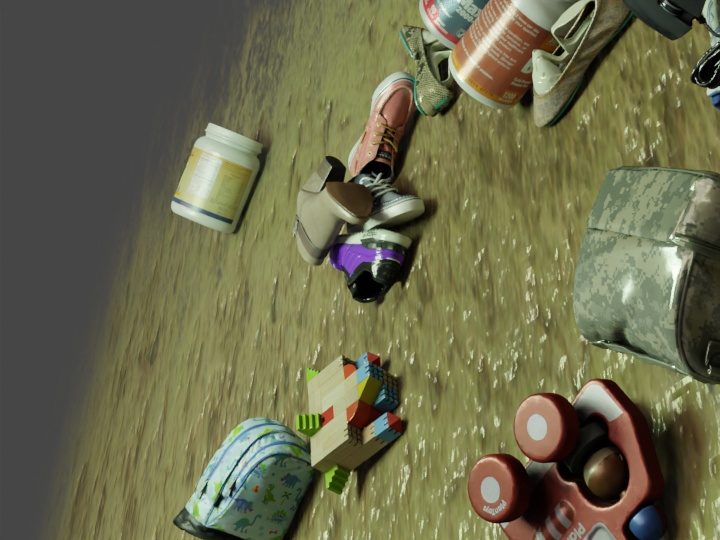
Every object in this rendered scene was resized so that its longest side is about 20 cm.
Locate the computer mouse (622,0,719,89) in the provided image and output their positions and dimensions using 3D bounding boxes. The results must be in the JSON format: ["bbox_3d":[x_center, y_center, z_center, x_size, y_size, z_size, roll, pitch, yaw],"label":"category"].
[{"bbox_3d":[0.296,-0.277,1.144,0.200,0.046,0.140,59,143,19],"label":"computer mouse"}]

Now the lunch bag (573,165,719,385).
[{"bbox_3d":[0.283,0.006,1.102,0.168,0.139,0.200,-68,22,0],"label":"lunch bag"}]

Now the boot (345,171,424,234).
[{"bbox_3d":[0.025,-0.107,1.831,0.200,0.073,0.091,-20,82,62],"label":"boot"}]

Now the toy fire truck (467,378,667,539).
[{"bbox_3d":[0.210,0.211,1.160,0.168,0.112,0.200,54,123,36],"label":"toy fire truck"}]

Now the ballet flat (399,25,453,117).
[{"bbox_3d":[0.111,-0.317,1.885,0.075,0.068,0.200,-31,44,23],"label":"ballet flat"}]

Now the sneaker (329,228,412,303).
[{"bbox_3d":[0.000,0.000,1.835,0.200,0.069,0.100,-14,60,64],"label":"sneaker"}]

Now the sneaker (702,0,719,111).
[{"bbox_3d":[0.360,-0.203,1.194,0.088,0.075,0.200,-55,26,31],"label":"sneaker"}]

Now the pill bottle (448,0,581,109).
[{"bbox_3d":[0.209,-0.312,1.579,0.200,0.112,0.112,-52,28,36],"label":"pill bottle"}]

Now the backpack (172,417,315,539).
[{"bbox_3d":[-0.155,0.318,1.822,0.154,0.163,0.200,4,67,58],"label":"backpack"}]

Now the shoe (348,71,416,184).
[{"bbox_3d":[0.040,-0.206,1.925,0.091,0.071,0.200,-101,32,-50],"label":"shoe"}]

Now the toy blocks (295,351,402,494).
[{"bbox_3d":[-0.007,0.183,1.684,0.137,0.100,0.200,-41,35,28],"label":"toy blocks"}]

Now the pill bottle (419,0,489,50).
[{"bbox_3d":[0.181,-0.406,1.711,0.200,0.119,0.120,-45,32,44],"label":"pill bottle"}]

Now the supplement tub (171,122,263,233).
[{"bbox_3d":[-0.294,-0.191,2.563,0.200,0.144,0.144,-68,23,2],"label":"supplement tub"}]

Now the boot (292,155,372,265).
[{"bbox_3d":[-0.046,-0.071,1.831,0.200,0.070,0.146,-114,40,-55],"label":"boot"}]

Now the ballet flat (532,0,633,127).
[{"bbox_3d":[0.250,-0.267,1.504,0.200,0.067,0.068,-57,25,27],"label":"ballet flat"}]
